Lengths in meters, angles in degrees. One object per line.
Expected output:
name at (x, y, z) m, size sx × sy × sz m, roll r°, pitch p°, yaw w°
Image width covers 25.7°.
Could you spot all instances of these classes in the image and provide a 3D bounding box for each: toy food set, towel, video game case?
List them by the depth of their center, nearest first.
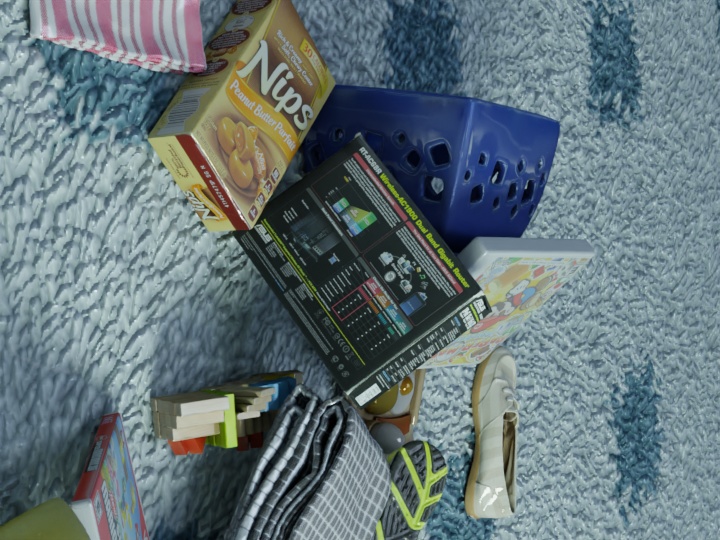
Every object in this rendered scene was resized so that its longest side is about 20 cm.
video game case at (-0.189, 0.208, 1.224) m, size 0.200 × 0.017 × 0.144 m, roll -101°, pitch -179°, yaw -76°
towel at (-0.196, -0.249, 1.315) m, size 0.200 × 0.030 × 0.147 m, roll 6°, pitch 83°, yaw -56°
towel at (-0.047, 0.224, 1.408) m, size 0.201 × 0.085 × 0.166 m, roll -65°, pitch 158°, yaw -19°
video game case at (0.114, 0.034, 1.529) m, size 0.199 × 0.182 × 0.023 m, roll -1°, pitch 52°, yaw -52°
toy food set at (0.047, 0.111, 1.612) m, size 0.143 × 0.060 × 0.201 m, roll -5°, pitch 107°, yaw -56°

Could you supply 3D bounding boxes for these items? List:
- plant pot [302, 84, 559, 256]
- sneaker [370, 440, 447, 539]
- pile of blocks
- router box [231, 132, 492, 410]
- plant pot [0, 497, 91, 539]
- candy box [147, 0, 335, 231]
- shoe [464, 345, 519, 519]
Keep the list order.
plant pot at (0.064, -0.078, 1.558) m, size 0.200 × 0.199 × 0.181 m, roll 5°, pitch 92°, yaw -57°
sneaker at (0.021, 0.260, 1.518) m, size 0.075 × 0.076 × 0.201 m, roll 33°, pitch 71°, yaw -8°
pile of blocks at (-0.102, 0.132, 1.397) m, size 0.200 × 0.082 × 0.063 m, roll -10°, pitch 97°, yaw -56°
router box at (0.000, 0.000, 1.410) m, size 0.200 × 0.150 × 0.062 m, roll 53°, pitch -1°, yaw 24°
plant pot at (-0.249, 0.277, 1.103) m, size 0.141 × 0.200 × 0.201 m, roll -17°, pitch 106°, yaw -23°
candy box at (-0.103, -0.146, 1.427) m, size 0.116 × 0.055 × 0.201 m, roll 59°, pitch 44°, yaw -36°
shoe at (0.162, 0.186, 1.814) m, size 0.070 × 0.053 × 0.201 m, roll 24°, pitch 69°, yaw -53°
